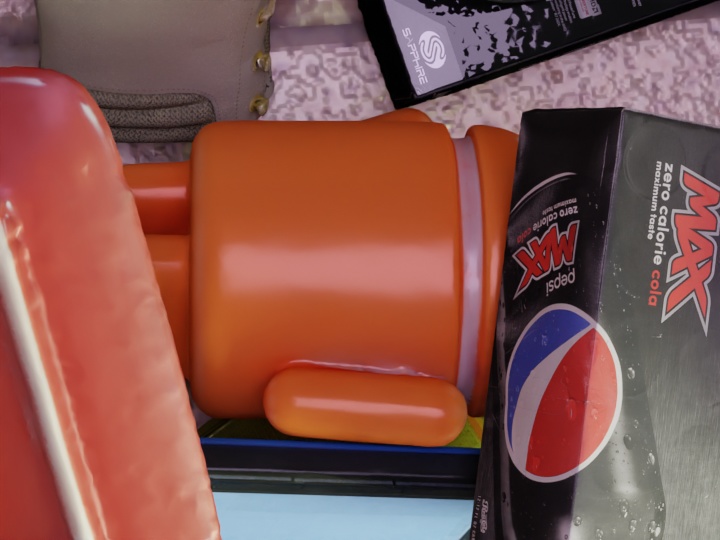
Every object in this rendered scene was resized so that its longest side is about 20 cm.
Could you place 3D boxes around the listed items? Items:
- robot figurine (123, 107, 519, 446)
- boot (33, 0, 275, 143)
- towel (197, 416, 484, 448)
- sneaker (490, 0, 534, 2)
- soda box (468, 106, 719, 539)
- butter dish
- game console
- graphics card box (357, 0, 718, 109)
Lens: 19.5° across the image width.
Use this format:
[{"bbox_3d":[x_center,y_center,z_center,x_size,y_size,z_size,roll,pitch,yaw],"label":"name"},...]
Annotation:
[{"bbox_3d":[0.000,-0.002,0.804,0.199,0.144,0.117,1,97,-4],"label":"robot figurine"},{"bbox_3d":[-0.036,-0.127,0.795,0.199,0.155,0.072,-16,52,-10],"label":"boot"},{"bbox_3d":[0.013,0.061,0.868,0.200,0.018,0.086,-35,95,-9],"label":"towel"},{"bbox_3d":[0.105,-0.180,0.825,0.200,0.072,0.083,-32,71,-11],"label":"sneaker"},{"bbox_3d":[0.087,0.046,0.734,0.070,0.063,0.201,7,89,-29],"label":"soda box"},{"bbox_3d":[-0.147,0.018,0.692,0.199,0.148,0.200,-8,114,10],"label":"butter dish"},{"bbox_3d":[-0.019,0.148,0.802,0.199,0.171,0.119,3,64,-15],"label":"game console"},{"bbox_3d":[0.088,-0.157,0.869,0.199,0.051,0.126,-21,93,-11],"label":"graphics card box"}]
